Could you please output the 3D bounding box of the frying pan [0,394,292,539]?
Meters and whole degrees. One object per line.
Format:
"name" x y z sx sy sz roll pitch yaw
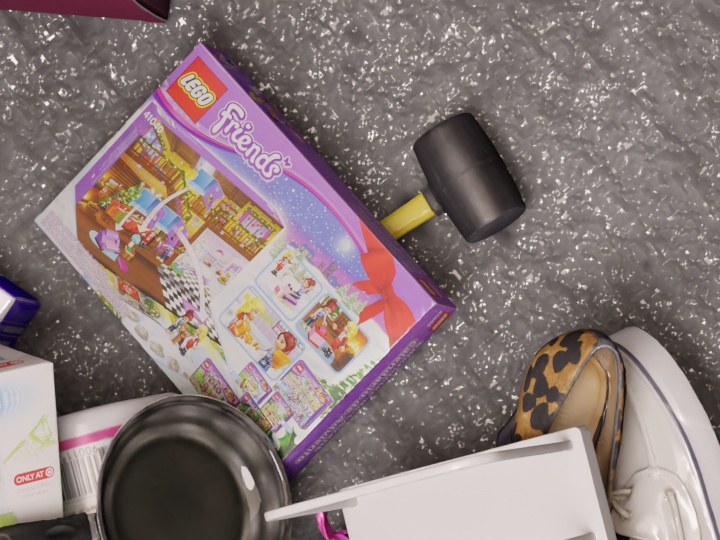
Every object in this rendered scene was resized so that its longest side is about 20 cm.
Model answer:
"frying pan" -0.113 0.140 1.506 0.190 0.031 0.115 -35 99 -33

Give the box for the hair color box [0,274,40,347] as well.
"hair color box" -0.279 0.067 1.637 0.109 0.065 0.200 36 91 9

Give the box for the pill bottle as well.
"pill bottle" -0.121 0.175 1.580 0.113 0.113 0.201 -16 84 7

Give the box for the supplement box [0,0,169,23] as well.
"supplement box" -0.164 -0.243 1.619 0.130 0.103 0.201 5 88 8

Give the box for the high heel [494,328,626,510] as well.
"high heel" 0.102 0.135 1.503 0.071 0.143 0.201 6 61 -14

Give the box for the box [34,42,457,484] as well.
"box" -0.063 -0.003 1.598 0.137 0.039 0.200 -45 72 11

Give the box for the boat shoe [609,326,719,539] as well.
"boat shoe" 0.155 0.131 1.558 0.065 0.072 0.201 -18 91 -21

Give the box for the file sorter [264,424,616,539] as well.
"file sorter" 0.051 0.192 1.445 0.138 0.124 0.201 -16 84 26

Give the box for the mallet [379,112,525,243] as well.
"mallet" 0.000 0.000 1.614 0.200 0.041 0.066 -40 78 8

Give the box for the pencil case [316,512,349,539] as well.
"pencil case" 0.037 0.215 1.570 0.200 0.088 0.089 35 92 7

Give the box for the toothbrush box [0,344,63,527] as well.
"toothbrush box" -0.228 0.147 1.498 0.145 0.086 0.201 -11 104 -34
